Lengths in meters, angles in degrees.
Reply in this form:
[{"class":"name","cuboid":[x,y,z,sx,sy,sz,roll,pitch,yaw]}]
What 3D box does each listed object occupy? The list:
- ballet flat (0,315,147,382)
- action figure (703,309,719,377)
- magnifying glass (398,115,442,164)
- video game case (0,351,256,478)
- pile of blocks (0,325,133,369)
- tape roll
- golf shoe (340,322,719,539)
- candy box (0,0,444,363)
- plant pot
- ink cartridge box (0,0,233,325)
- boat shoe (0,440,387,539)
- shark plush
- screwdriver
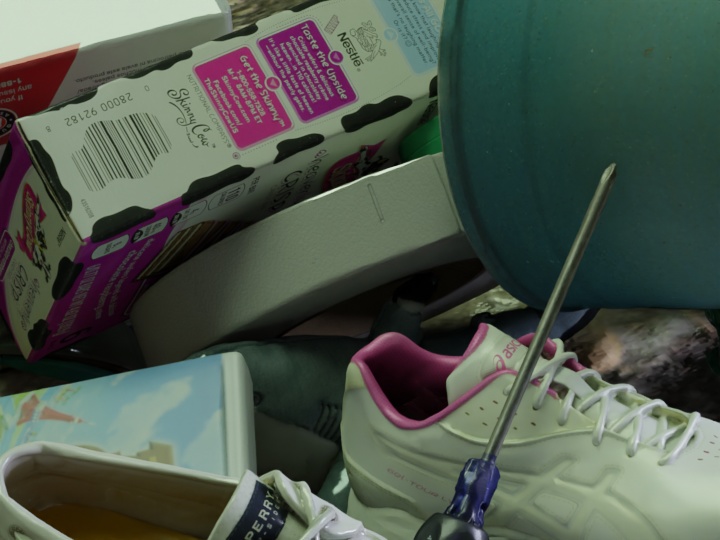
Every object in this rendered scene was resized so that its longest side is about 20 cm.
[{"class":"ballet flat","cuboid":[-0.155,0.016,1.156,0.067,0.064,0.199,5,-3,38]},{"class":"action figure","cuboid":[0.199,0.029,1.036,0.118,0.055,0.200,-29,21,-25]},{"class":"magnifying glass","cuboid":[0.087,-0.061,1.139,0.079,0.023,0.200,-29,-10,32]},{"class":"video game case","cuboid":[-0.124,0.123,0.947,0.181,0.022,0.201,-11,45,6]},{"class":"pile of blocks","cuboid":[-0.114,-0.007,1.307,0.199,0.063,0.082,-23,23,-19]},{"class":"tape roll","cuboid":[0.000,0.000,1.118,0.201,0.037,0.203,-21,-9,-4]},{"class":"golf shoe","cuboid":[0.077,0.066,0.968,0.199,0.092,0.075,-2,23,27]},{"class":"candy box","cuboid":[-0.054,-0.046,1.090,0.199,0.061,0.136,-26,-12,-24]},{"class":"plant pot","cuboid":[0.161,-0.074,1.009,0.187,0.201,0.200,7,30,35]},{"class":"ink cartridge box","cuboid":[-0.130,-0.061,1.197,0.143,0.201,0.084,-15,54,-9]},{"class":"boat shoe","cuboid":[-0.034,0.101,0.879,0.199,0.070,0.071,16,46,13]},{"class":"shark plush","cuboid":[0.025,0.042,1.068,0.199,0.084,0.091,-15,27,-11]},{"class":"screwdriver","cuboid":[0.051,0.053,0.943,0.201,0.028,0.029,-67,9,-13]}]
